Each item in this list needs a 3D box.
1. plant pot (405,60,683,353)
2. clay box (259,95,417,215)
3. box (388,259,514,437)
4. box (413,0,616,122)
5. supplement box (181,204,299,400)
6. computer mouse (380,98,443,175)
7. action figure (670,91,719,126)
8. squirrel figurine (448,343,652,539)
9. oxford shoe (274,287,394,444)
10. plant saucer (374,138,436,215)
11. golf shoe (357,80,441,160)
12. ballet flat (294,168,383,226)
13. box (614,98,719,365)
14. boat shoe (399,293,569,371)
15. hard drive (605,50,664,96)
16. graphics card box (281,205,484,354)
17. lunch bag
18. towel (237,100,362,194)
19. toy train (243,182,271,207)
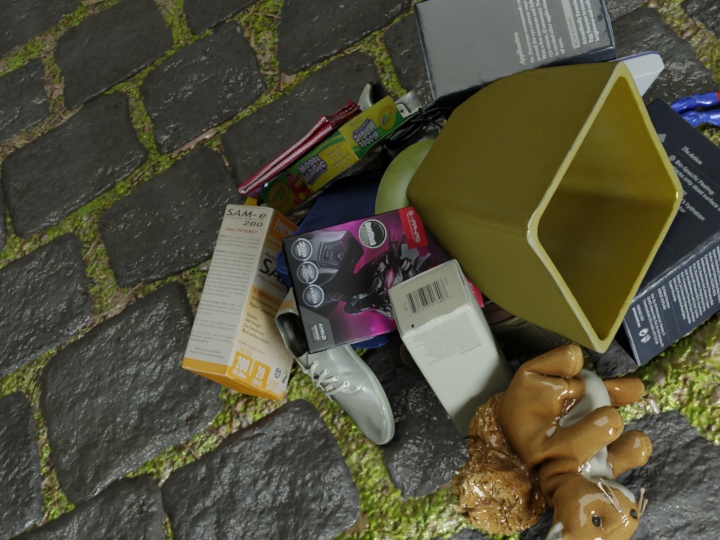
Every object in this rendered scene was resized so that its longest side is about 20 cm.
[{"bbox_3d":[0.161,-0.072,1.067,0.198,0.196,0.196,15,65,42],"label":"plant pot"},{"bbox_3d":[-0.027,-0.143,1.345,0.199,0.048,0.115,-33,6,44],"label":"clay box"},{"bbox_3d":[0.102,0.085,1.138,0.081,0.201,0.069,-23,47,7],"label":"box"},{"bbox_3d":[0.179,-0.238,1.227,0.197,0.197,0.120,-14,78,13],"label":"box"},{"bbox_3d":[-0.125,0.039,1.310,0.072,0.126,0.204,6,75,31],"label":"supplement box"},{"bbox_3d":[0.099,-0.118,1.349,0.139,0.046,0.203,-25,77,12],"label":"computer mouse"},{"bbox_3d":[0.364,-0.198,1.301,0.197,0.099,0.066,-23,45,13],"label":"action figure"},{"bbox_3d":[0.188,0.199,1.074,0.198,0.141,0.190,-24,56,28],"label":"squirrel figurine"},{"bbox_3d":[-0.032,0.111,1.218,0.057,0.202,0.075,-33,1,-41],"label":"oxford shoe"},{"bbox_3d":[0.108,-0.055,1.256,0.202,0.199,0.031,-59,19,-23],"label":"plant saucer"},{"bbox_3d":[0.070,-0.178,1.415,0.198,0.099,0.078,26,36,27],"label":"golf shoe"},{"bbox_3d":[-0.041,-0.073,1.432,0.199,0.068,0.068,-38,34,-5],"label":"ballet flat"},{"bbox_3d":[0.311,-0.044,1.178,0.199,0.118,0.197,-35,47,0],"label":"box"},{"bbox_3d":[0.139,0.063,1.230,0.197,0.073,0.068,-14,45,8],"label":"boat shoe"},{"bbox_3d":[0.238,-0.168,1.215,0.130,0.200,0.026,-16,74,-13],"label":"hard drive"},{"bbox_3d":[0.023,0.004,1.174,0.196,0.051,0.128,-13,86,-5],"label":"graphics card box"},{"bbox_3d":[0.000,0.000,1.304,0.134,0.133,0.201,9,50,36],"label":"lunch bag"},{"bbox_3d":[-0.073,-0.154,1.360,0.144,0.023,0.200,-36,5,16],"label":"towel"},{"bbox_3d":[-0.140,-0.034,1.432,0.055,0.151,0.203,20,69,1],"label":"toy train"}]
